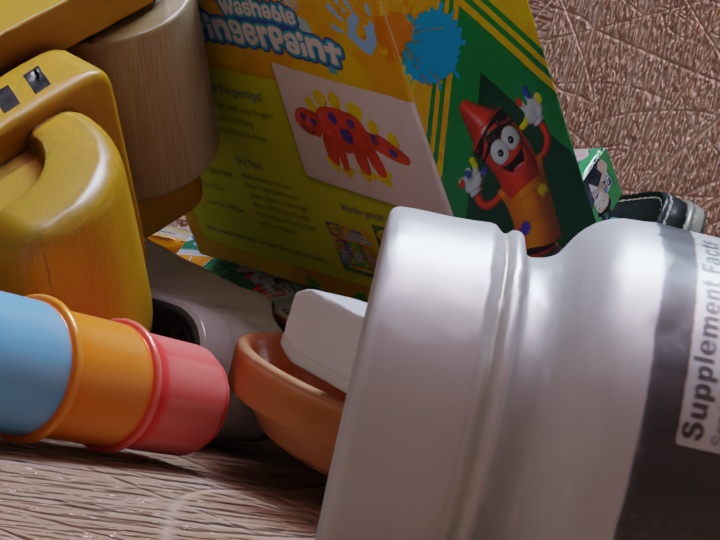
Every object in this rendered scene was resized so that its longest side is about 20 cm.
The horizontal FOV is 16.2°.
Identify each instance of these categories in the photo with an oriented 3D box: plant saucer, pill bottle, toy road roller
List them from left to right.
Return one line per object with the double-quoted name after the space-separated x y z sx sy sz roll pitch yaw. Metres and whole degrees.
-0.116 -0.031 0.956 0.200 0.123 0.146 -35 46 -29 "toy road roller"
0.046 0.068 0.918 0.200 0.032 0.200 18 5 -2 "plant saucer"
0.094 0.051 0.612 0.200 0.113 0.113 12 1 0 "pill bottle"

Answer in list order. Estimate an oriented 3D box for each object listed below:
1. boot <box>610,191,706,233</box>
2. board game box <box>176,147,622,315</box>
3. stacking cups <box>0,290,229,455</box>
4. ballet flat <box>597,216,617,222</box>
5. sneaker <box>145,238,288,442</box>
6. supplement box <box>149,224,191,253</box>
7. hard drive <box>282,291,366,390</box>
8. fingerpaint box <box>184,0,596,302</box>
0.055 -0.022 1.228 0.154 0.074 0.203 35 -28 -20 "boot"
0.000 0.000 1.113 0.200 0.135 0.029 -1 -50 35 "board game box"
-0.123 0.033 0.822 0.060 0.061 0.200 14 -3 44 "stacking cups"
0.055 0.010 1.157 0.200 0.068 0.068 8 -35 42 "ballet flat"
-0.082 0.029 1.057 0.085 0.073 0.200 15 11 -34 "sneaker"
-0.126 0.008 1.294 0.126 0.074 0.200 13 1 7 "supplement box"
0.090 0.052 0.835 0.200 0.026 0.132 14 6 -34 "hard drive"
-0.010 -0.075 1.040 0.073 0.167 0.200 -37 31 -28 "fingerpaint box"
